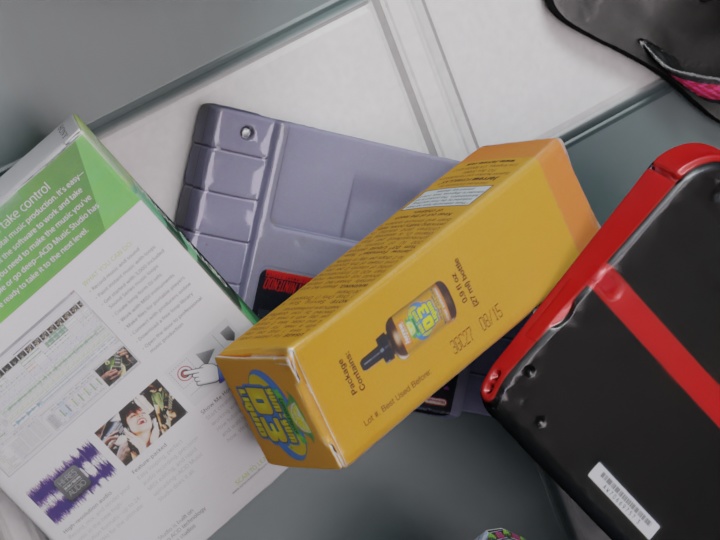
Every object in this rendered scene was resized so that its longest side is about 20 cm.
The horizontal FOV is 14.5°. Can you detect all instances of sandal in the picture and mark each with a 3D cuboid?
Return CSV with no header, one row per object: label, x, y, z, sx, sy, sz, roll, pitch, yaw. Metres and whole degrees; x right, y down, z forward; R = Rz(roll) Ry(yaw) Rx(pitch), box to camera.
sandal,0.185,-0.121,1.475,0.199,0.045,0.076,21,88,-27

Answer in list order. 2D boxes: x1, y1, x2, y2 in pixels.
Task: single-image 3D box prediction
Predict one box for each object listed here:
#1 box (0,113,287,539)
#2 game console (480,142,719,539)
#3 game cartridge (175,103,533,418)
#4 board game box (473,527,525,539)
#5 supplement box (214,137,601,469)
box,-0.124,0.046,1.332,0.144,0.036,0.200,-40,115,1
game console,0.169,0.056,1.398,0.177,0.031,0.200,-49,118,-8
game cartridge,0.000,0.000,1.409,0.199,0.038,0.131,11,88,-27
board game box,0.098,0.214,1.411,0.200,0.062,0.200,43,117,-14
supplement box,0.026,0.014,1.344,0.200,0.069,0.067,-38,112,-35
